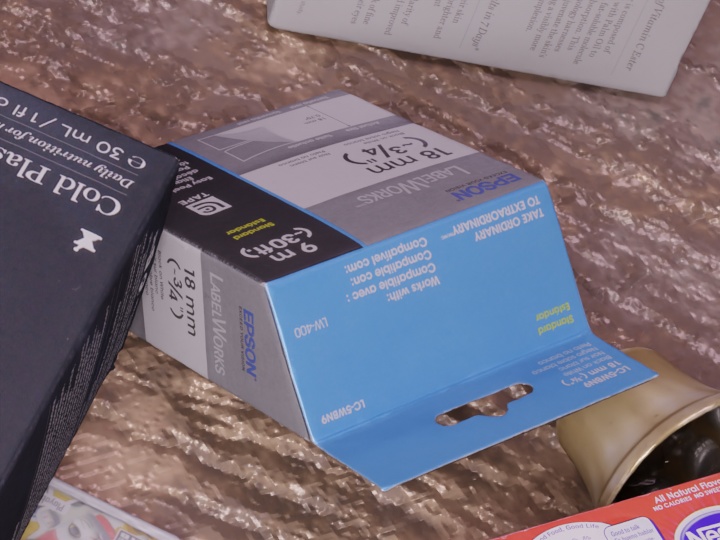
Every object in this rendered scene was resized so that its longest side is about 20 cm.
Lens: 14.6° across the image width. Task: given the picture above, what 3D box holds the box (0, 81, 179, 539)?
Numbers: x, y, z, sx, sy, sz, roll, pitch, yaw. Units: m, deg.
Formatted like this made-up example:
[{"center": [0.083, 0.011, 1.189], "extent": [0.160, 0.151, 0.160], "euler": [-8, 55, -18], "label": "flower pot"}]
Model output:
[{"center": [-0.197, 0.020, 1.002], "extent": [0.200, 0.124, 0.197], "euler": [23, 47, 1], "label": "box"}]

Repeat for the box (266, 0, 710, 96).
[{"center": [0.069, -0.183, 1.299], "extent": [0.200, 0.152, 0.106], "euler": [9, 46, -14], "label": "box"}]

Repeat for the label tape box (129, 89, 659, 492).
[{"center": [0.000, 0.000, 1.110], "extent": [0.144, 0.063, 0.200], "euler": [-20, 32, -34], "label": "label tape box"}]

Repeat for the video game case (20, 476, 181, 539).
[{"center": [-0.187, 0.121, 1.011], "extent": [0.200, 0.023, 0.182], "euler": [26, 45, 3], "label": "video game case"}]

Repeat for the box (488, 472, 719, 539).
[{"center": [0.118, 0.146, 1.055], "extent": [0.200, 0.096, 0.100], "euler": [-13, 57, -30], "label": "box"}]

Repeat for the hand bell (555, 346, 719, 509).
[{"center": [0.084, 0.033, 1.171], "extent": [0.104, 0.104, 0.200], "euler": [-13, 43, -30], "label": "hand bell"}]
